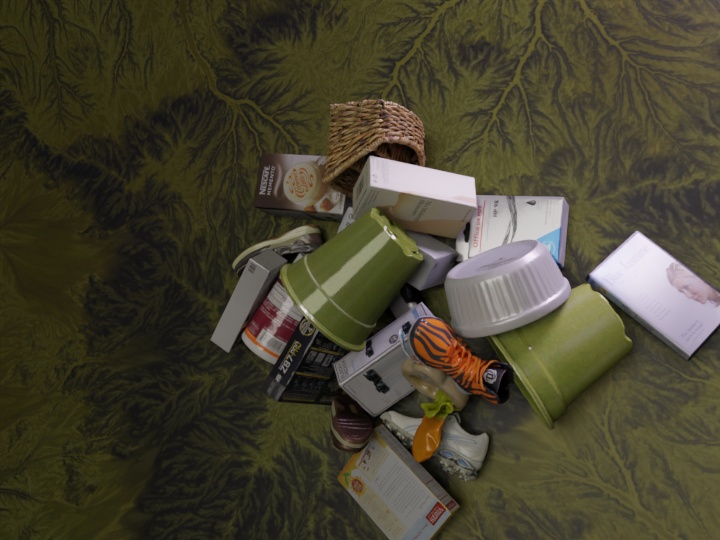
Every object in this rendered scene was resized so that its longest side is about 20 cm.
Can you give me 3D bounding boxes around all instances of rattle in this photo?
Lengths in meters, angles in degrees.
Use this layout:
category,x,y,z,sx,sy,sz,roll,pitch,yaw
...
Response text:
category,x,y,z,sx,sy,sz,roll,pitch,yaw
rattle,0.087,0.202,1.256,0.143,0.200,0.130,-43,56,-6

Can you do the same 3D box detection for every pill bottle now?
category,x,y,z,sx,sy,sz,roll,pitch,yaw
pill bottle,-0.130,0.074,1.472,0.114,0.114,0.200,36,96,24

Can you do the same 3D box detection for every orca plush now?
category,x,y,z,sx,sy,sz,roll,pitch,yaw
orca plush,0.073,0.030,1.436,0.200,0.071,0.105,41,143,30

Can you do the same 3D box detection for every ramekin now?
category,x,y,z,sx,sy,sz,roll,pitch,yaw
ramekin,0.228,0.023,1.237,0.202,0.202,0.095,-19,100,19

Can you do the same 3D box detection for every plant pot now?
category,x,y,z,sx,sy,sz,roll,pitch,yaw
plant pot,0.326,0.122,1.244,0.184,0.200,0.201,-34,70,2
plant pot,0.000,0.000,1.304,0.190,0.200,0.200,-45,68,14

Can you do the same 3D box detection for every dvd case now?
category,x,y,z,sx,sy,sz,roll,pitch,yaw
dvd case,0.481,0.034,1.228,0.143,0.018,0.200,-37,65,-25

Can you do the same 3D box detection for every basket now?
category,x,y,z,sx,sy,sz,roll,pitch,yaw
basket,0.039,-0.207,1.398,0.142,0.200,0.150,1,80,25

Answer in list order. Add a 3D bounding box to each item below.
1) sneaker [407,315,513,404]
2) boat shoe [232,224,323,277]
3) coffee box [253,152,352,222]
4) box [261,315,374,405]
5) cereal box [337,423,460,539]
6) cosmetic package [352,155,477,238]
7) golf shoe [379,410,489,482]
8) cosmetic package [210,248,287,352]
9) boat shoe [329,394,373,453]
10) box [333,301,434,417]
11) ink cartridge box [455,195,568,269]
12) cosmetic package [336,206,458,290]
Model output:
category,x,y,z,sx,sy,sz,roll,pitch,yaw
sneaker,0.165,0.136,1.167,0.112,0.200,0.078,12,69,54
boat shoe,-0.164,-0.027,1.525,0.199,0.073,0.065,-26,67,17
coffee box,-0.101,-0.163,1.516,0.199,0.080,0.115,6,84,24
box,-0.071,0.163,1.385,0.049,0.200,0.162,32,95,29
cereal box,0.063,0.391,1.356,0.200,0.039,0.144,45,120,22
cosmetic package,0.094,-0.126,1.354,0.199,0.105,0.071,9,56,-13
golf shoe,0.134,0.287,1.362,0.200,0.078,0.097,26,71,22
cosmetic package,-0.216,0.059,1.494,0.051,0.083,0.200,33,115,8
boat shoe,-0.020,0.288,1.360,0.074,0.202,0.075,11,100,-3
box,0.065,0.160,1.362,0.200,0.117,0.060,-37,35,10
ink cartridge box,0.258,-0.069,1.355,0.199,0.067,0.116,3,84,23
cosmetic package,0.067,-0.046,1.408,0.200,0.102,0.074,34,114,25
